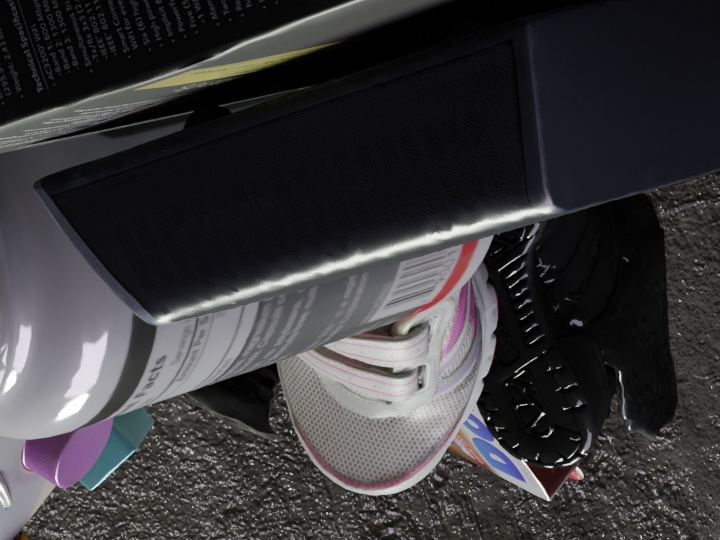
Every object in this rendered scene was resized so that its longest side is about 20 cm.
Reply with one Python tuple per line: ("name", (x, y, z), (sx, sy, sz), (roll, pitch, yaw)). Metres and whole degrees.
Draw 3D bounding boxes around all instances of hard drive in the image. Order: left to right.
("hard drive", (0.039, -0.033, 0.578), (0.134, 0.043, 0.200), (-16, -178, 34))

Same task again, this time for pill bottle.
("pill bottle", (-0.067, -0.020, 0.730), (0.199, 0.114, 0.114), (-17, 180, -39))

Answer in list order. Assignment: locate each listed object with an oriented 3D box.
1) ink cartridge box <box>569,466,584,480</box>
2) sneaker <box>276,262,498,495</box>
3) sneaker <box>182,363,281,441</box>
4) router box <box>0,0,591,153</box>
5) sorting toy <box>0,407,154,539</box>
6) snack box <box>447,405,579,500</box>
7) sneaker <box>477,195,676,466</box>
("ink cartridge box", (0.037, -0.001, 1.114), (0.116, 0.200, 0.067), (25, -108, 35))
("sneaker", (0.000, 0.000, 0.885), (0.081, 0.201, 0.088), (11, -144, 14))
("sneaker", (-0.055, 0.013, 1.082), (0.104, 0.060, 0.200), (20, -167, 7))
("router box", (0.011, -0.074, 0.536), (0.157, 0.053, 0.200), (-16, -179, 33))
("sorting toy", (-0.091, -0.001, 0.866), (0.180, 0.107, 0.200), (-44, 157, -19))
("snack box", (0.015, 0.012, 1.023), (0.072, 0.200, 0.024), (24, -112, 46))
("sneaker", (0.070, -0.010, 0.983), (0.060, 0.201, 0.104), (-2, -150, 29))
